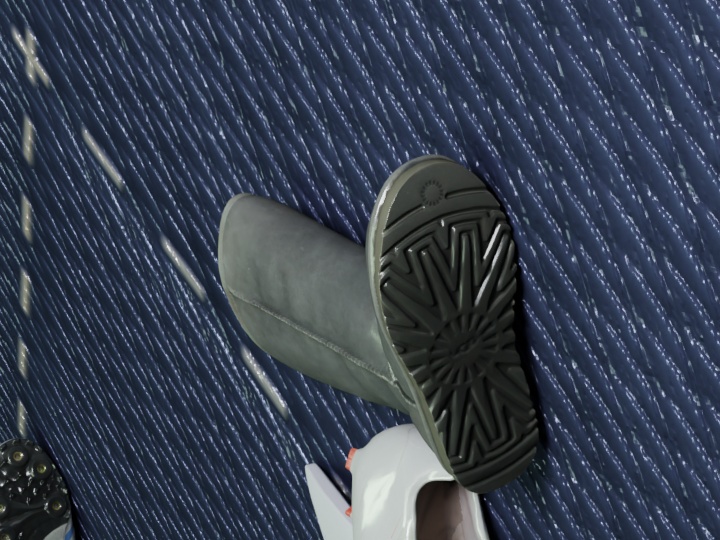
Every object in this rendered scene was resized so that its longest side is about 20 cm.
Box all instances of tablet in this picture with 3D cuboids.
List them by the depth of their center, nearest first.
[{"bbox_3d":[0.015,0.213,1.305,0.130,0.014,0.200,-138,28,-68],"label":"tablet"}]

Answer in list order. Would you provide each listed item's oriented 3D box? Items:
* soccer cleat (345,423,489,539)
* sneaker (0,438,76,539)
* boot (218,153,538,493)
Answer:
[{"bbox_3d":[0.030,0.175,1.174,0.078,0.069,0.200,16,113,52],"label":"soccer cleat"},{"bbox_3d":[-0.242,0.220,1.804,0.072,0.072,0.200,22,130,68],"label":"sneaker"},{"bbox_3d":[-0.002,0.000,1.111,0.200,0.072,0.182,42,147,53],"label":"boot"}]
